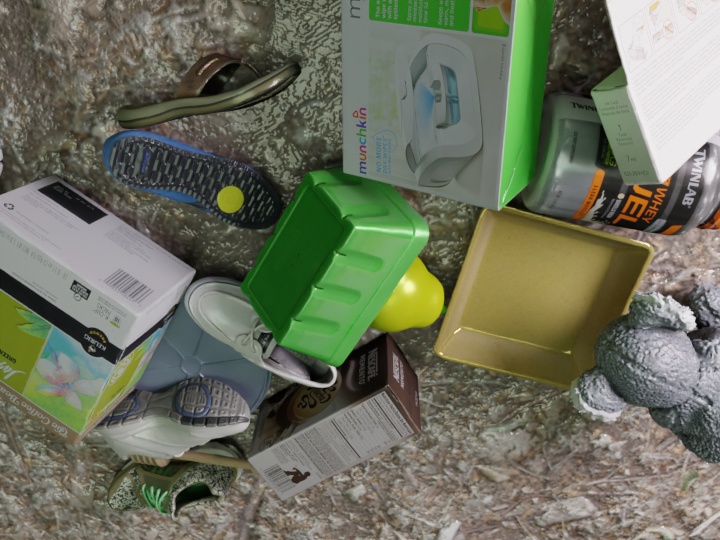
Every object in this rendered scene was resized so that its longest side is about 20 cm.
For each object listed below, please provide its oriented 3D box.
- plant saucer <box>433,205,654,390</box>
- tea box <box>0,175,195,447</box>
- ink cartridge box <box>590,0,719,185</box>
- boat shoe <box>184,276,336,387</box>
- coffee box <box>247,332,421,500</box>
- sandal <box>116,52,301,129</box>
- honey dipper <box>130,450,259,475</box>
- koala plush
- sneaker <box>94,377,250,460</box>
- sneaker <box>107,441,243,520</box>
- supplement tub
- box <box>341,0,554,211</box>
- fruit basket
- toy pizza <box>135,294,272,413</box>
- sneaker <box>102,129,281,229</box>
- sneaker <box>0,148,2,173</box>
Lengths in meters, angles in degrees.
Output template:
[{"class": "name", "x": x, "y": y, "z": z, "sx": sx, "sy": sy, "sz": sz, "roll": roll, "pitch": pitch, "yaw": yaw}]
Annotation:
[{"class": "plant saucer", "x": 0.202, "y": 0.027, "z": 0.869, "sx": 0.197, "sy": 0.049, "sz": 0.202, "roll": 14, "pitch": 117, "yaw": -5}, {"class": "tea box", "x": -0.326, "y": 0.041, "z": 0.831, "sx": 0.199, "sy": 0.134, "sz": 0.198, "roll": 33, "pitch": 115, "yaw": 1}, {"class": "ink cartridge box", "x": 0.276, "y": -0.202, "z": 0.661, "sx": 0.199, "sy": 0.044, "sz": 0.178, "roll": -37, "pitch": 112, "yaw": -25}, {"class": "boat shoe", "x": -0.108, "y": 0.072, "z": 0.868, "sx": 0.198, "sy": 0.065, "sz": 0.074, "roll": 28, "pitch": 90, "yaw": -20}, {"class": "coffee box", "x": -0.030, "y": 0.176, "z": 0.916, "sx": 0.198, "sy": 0.113, "sz": 0.080, "roll": -30, "pitch": 112, "yaw": 15}, {"class": "sandal", "x": -0.158, "y": -0.187, "z": 0.766, "sx": 0.198, "sy": 0.080, "sz": 0.058, "roll": -10, "pitch": 102, "yaw": 7}, {"class": "honey dipper", "x": -0.204, "y": 0.235, "z": 0.960, "sx": 0.197, "sy": 0.038, "sz": 0.038, "roll": 0, "pitch": 118, "yaw": 24}, {"class": "koala plush", "x": 0.330, "y": 0.103, "z": 0.803, "sx": 0.198, "sy": 0.185, "sz": 0.178, "roll": 23, "pitch": 115, "yaw": -26}, {"class": "sneaker", "x": -0.225, "y": 0.188, "z": 0.927, "sx": 0.197, "sy": 0.075, "sz": 0.088, "roll": -5, "pitch": 127, "yaw": 13}, {"class": "sneaker", "x": -0.252, "y": 0.288, "z": 0.993, "sx": 0.197, "sy": 0.089, "sz": 0.078, "roll": -19, "pitch": 114, "yaw": 12}, {"class": "supplement tub", "x": 0.271, "y": -0.104, "z": 0.760, "sx": 0.197, "sy": 0.123, "sz": 0.124, "roll": 9, "pitch": 117, "yaw": -2}, {"class": "box", "x": 0.076, "y": -0.182, "z": 0.703, "sx": 0.174, "sy": 0.096, "sz": 0.203, "roll": 18, "pitch": 123, "yaw": 28}, {"class": "fruit basket", "x": 0.000, "y": 0.000, "z": 0.836, "sx": 0.214, "sy": 0.156, "sz": 0.217, "roll": -28, "pitch": 147, "yaw": -20}, {"class": "toy pizza", "x": -0.206, "y": 0.110, "z": 0.936, "sx": 0.197, "sy": 0.032, "sz": 0.203, "roll": 1, "pitch": 115, "yaw": 3}, {"class": "sneaker", "x": -0.180, "y": -0.103, "z": 0.822, "sx": 0.198, "sy": 0.078, "sz": 0.067, "roll": 19, "pitch": 99, "yaw": -27}, {"class": "sneaker", "x": -0.450, "y": -0.053, "z": 0.833, "sx": 0.076, "sy": 0.092, "sz": 0.203, "roll": 12, "pitch": 116, "yaw": -3}]
